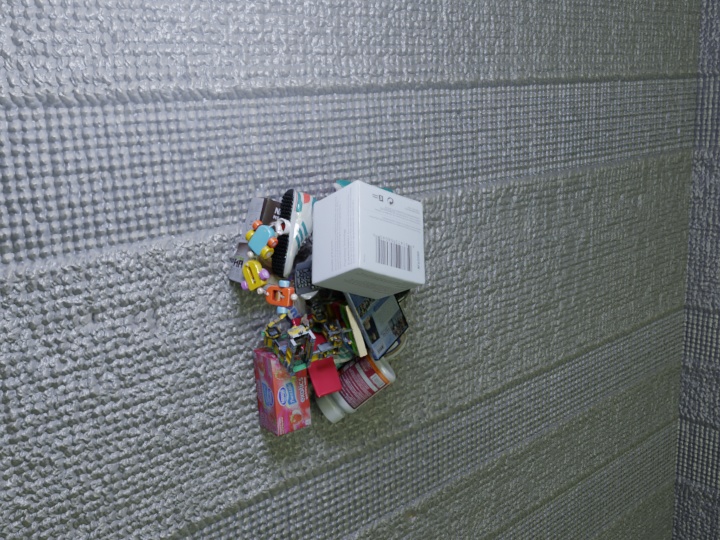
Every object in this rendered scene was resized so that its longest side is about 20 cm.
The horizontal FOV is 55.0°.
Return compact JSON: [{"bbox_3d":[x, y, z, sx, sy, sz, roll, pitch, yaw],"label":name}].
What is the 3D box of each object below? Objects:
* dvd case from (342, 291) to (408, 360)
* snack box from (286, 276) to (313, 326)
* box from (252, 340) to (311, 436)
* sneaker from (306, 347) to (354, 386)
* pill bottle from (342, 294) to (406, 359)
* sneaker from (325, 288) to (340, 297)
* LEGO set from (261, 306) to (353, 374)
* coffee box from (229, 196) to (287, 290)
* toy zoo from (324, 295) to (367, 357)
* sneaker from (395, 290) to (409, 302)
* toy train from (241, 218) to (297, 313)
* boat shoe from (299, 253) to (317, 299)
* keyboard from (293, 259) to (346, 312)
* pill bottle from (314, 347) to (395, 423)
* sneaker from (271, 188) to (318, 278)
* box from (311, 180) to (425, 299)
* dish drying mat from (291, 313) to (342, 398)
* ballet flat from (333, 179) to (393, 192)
[{"bbox_3d":[0.040,0.093,1.659,0.143,0.017,0.202,-43,117,-40],"label":"dvd case"},{"bbox_3d":[-0.145,0.113,1.736,0.072,0.024,0.201,-44,123,-23],"label":"snack box"},{"bbox_3d":[-0.191,0.286,1.684,0.099,0.095,0.203,-13,106,-35],"label":"box"},{"bbox_3d":[-0.093,0.241,1.781,0.199,0.078,0.092,-20,150,-47],"label":"sneaker"},{"bbox_3d":[0.034,0.133,1.829,0.116,0.115,0.201,-47,124,-23],"label":"pill bottle"},{"bbox_3d":[0.000,0.000,1.700,0.200,0.076,0.091,-45,119,-3],"label":"sneaker"},{"bbox_3d":[-0.125,0.139,1.609,0.198,0.154,0.117,-10,136,-25],"label":"LEGO set"},{"bbox_3d":[-0.216,-0.059,1.609,0.112,0.079,0.203,16,88,-39],"label":"coffee box"},{"bbox_3d":[-0.044,0.132,1.715,0.020,0.200,0.133,-20,102,-18],"label":"toy zoo"},{"bbox_3d":[0.100,0.055,1.812,0.200,0.075,0.088,-54,155,-51],"label":"sneaker"},{"bbox_3d":[-0.188,-0.011,1.509,0.055,0.149,0.203,0,92,-61],"label":"toy train"},{"bbox_3d":[-0.091,-0.013,1.668,0.070,0.069,0.201,28,97,-23],"label":"boat shoe"},{"bbox_3d":[-0.066,0.027,1.614,0.198,0.021,0.129,-14,113,-30],"label":"keyboard"},{"bbox_3d":[-0.015,0.296,1.782,0.199,0.110,0.110,-38,125,6],"label":"pill bottle"},{"bbox_3d":[-0.139,-0.079,1.570,0.093,0.070,0.203,8,90,-35],"label":"sneaker"},{"bbox_3d":[0.017,-0.060,1.533,0.197,0.170,0.203,14,67,-38],"label":"box"},{"bbox_3d":[-0.107,0.206,1.694,0.076,0.018,0.202,-12,74,-30],"label":"dish drying mat"},{"bbox_3d":[0.009,-0.185,1.785,0.198,0.071,0.073,4,96,-40],"label":"ballet flat"}]
